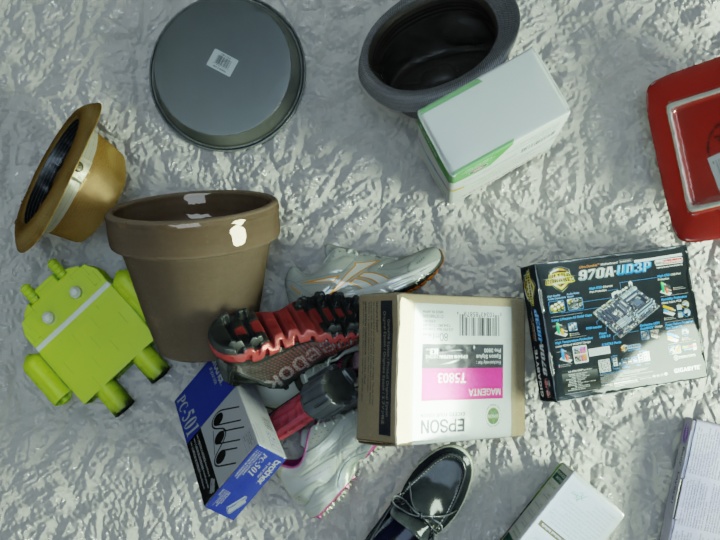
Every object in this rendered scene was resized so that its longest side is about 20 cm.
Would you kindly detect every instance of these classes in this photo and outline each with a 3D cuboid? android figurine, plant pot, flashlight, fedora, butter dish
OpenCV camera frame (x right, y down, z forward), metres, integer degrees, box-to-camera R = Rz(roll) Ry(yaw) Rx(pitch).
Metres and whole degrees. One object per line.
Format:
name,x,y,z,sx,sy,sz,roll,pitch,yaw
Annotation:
android figurine,-0.331,0.076,1.242,0.182,0.041,0.200,-41,87,0
plant pot,-0.189,0.008,1.178,0.199,0.200,0.176,-1,104,3
flashlight,-0.089,0.176,1.161,0.200,0.068,0.068,-37,50,37
fedora,-0.336,-0.100,1.207,0.082,0.200,0.201,29,88,-28
butter dish,0.457,-0.146,1.169,0.199,0.147,0.201,-15,84,44
fedora,0.100,-0.249,1.198,0.199,0.090,0.177,-31,57,4

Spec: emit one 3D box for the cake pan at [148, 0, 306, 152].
cake pan,-0.168,-0.249,1.253,0.199,0.037,0.201,0,86,3

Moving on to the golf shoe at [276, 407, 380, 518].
golf shoe,-0.020,0.196,1.203,0.091,0.075,0.200,39,88,8

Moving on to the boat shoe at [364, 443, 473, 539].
boat shoe,0.064,0.292,1.197,0.075,0.062,0.200,40,88,6

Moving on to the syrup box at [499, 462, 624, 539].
syrup box,0.208,0.329,1.178,0.081,0.079,0.200,39,89,4

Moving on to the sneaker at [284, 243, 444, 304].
sneaker,0.000,0.000,1.214,0.199,0.076,0.092,-22,81,0

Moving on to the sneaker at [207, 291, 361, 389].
sneaker,-0.074,0.083,1.146,0.199,0.098,0.071,-11,44,-20

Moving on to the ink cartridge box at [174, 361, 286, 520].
ink cartridge box,-0.151,0.179,1.147,0.044,0.200,0.094,35,101,-31

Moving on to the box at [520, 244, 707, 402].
box,0.296,0.060,1.181,0.199,0.046,0.160,-8,86,-14

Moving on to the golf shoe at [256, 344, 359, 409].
golf shoe,-0.043,0.114,1.201,0.199,0.088,0.078,-17,87,3

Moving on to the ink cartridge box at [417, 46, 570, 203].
ink cartridge box,0.145,-0.156,1.151,0.145,0.200,0.088,-29,82,2

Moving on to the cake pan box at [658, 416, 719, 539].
cake pan box,0.453,0.281,1.183,0.183,0.052,0.201,12,87,2

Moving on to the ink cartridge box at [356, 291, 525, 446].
ink cartridge box,0.095,0.110,1.148,0.199,0.075,0.166,2,85,-37
